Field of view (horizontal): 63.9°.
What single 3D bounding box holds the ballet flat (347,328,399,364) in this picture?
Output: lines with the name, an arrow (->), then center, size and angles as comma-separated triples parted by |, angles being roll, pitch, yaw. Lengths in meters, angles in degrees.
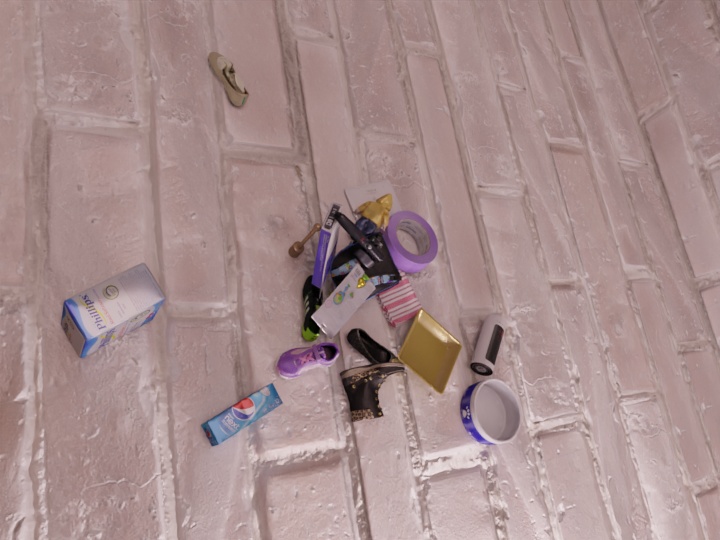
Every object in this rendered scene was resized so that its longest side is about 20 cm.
ballet flat -> 0.043, 0.242, 1.741 | 0.199, 0.057, 0.067 | 36, 56, -19

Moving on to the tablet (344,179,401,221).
tablet -> 0.046, -0.235, 1.960 | 0.197, 0.014, 0.132 | -18, 81, -34

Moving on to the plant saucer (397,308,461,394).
plant saucer -> 0.211, 0.260, 1.837 | 0.199, 0.048, 0.202 | 41, 55, -15

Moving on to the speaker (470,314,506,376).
speaker -> 0.435, 0.250, 1.960 | 0.081, 0.081, 0.202 | 35, 57, -14

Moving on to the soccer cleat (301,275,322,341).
soccer cleat -> -0.132, 0.104, 1.679 | 0.066, 0.081, 0.204 | 12, 65, -26

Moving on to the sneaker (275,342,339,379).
sneaker -> -0.140, 0.243, 1.616 | 0.197, 0.088, 0.082 | -12, 78, -32

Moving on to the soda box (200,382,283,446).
soda box -> -0.302, 0.368, 1.482 | 0.198, 0.068, 0.065 | -28, 86, -35

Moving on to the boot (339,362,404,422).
boot -> 0.045, 0.350, 1.680 | 0.196, 0.073, 0.154 | -6, 75, -17

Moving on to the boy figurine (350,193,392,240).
boy figurine -> 0.039, -0.178, 1.884 | 0.123, 0.065, 0.201 | 26, 59, 15

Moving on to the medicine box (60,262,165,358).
medicine box -> -0.582, 0.095, 1.354 | 0.199, 0.182, 0.104 | -33, 88, -35

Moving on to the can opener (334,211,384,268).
can opener -> -0.003, -0.089, 1.627 | 0.079, 0.063, 0.201 | -47, 121, -13

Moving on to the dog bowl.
dog bowl -> 0.422, 0.457, 1.870 | 0.197, 0.079, 0.204 | 12, 65, -26

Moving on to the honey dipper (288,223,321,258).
honey dipper -> -0.157, -0.087, 1.666 | 0.037, 0.199, 0.039 | 10, 67, -25

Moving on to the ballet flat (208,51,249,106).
ballet flat -> -0.409, -0.612, 1.808 | 0.069, 0.069, 0.202 | -28, 86, -35

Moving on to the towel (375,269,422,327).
towel -> 0.114, 0.070, 1.871 | 0.145, 0.030, 0.203 | -22, 83, -36

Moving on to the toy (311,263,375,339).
toy -> -0.054, 0.083, 1.651 | 0.200, 0.047, 0.116 | -46, 130, -11

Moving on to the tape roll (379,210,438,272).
tape roll -> 0.161, -0.097, 1.928 | 0.197, 0.066, 0.204 | 14, 58, -24

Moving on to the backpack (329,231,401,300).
backpack -> 0.000, 0.000, 1.751 | 0.198, 0.134, 0.185 | -28, 99, -13

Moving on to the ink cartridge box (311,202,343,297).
ink cartridge box -> -0.100, -0.058, 1.663 | 0.043, 0.201, 0.201 | 13, 37, 1
